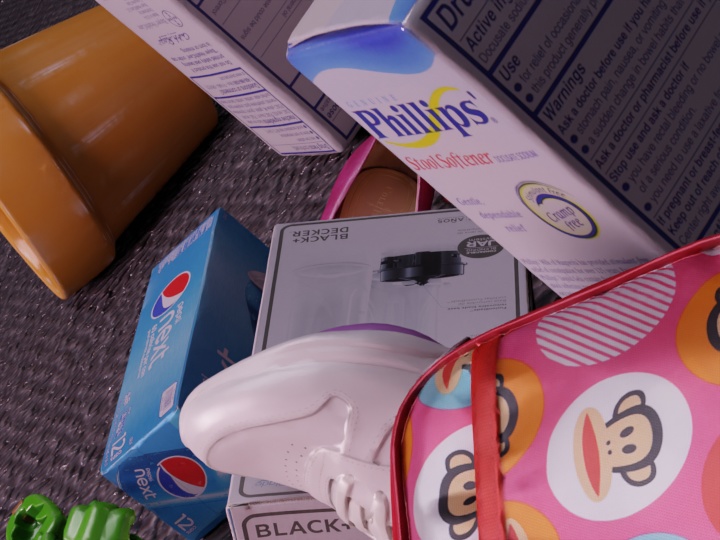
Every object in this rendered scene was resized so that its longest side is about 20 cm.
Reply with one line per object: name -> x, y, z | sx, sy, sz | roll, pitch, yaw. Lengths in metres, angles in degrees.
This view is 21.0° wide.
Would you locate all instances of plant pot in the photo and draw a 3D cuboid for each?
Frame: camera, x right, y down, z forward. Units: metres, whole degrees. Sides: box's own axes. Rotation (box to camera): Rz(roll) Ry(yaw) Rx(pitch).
plant pot -> -0.219, -0.111, 1.509 | 0.183, 0.200, 0.200 | -38, 18, -11

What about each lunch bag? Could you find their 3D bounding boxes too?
lunch bag -> 0.077, 0.099, 0.531 | 0.176, 0.082, 0.200 | -23, 49, 26

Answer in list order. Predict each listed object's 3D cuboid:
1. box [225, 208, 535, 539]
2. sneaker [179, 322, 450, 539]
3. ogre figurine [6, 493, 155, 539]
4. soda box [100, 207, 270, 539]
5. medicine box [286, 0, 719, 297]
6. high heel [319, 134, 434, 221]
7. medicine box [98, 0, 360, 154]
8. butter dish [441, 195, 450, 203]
box -> 0.015, 0.052, 0.789 | 0.116, 0.060, 0.200 | -6, 31, 5
sneaker -> 0.032, 0.075, 0.646 | 0.075, 0.199, 0.100 | 73, -154, -62
ogre figurine -> -0.127, 0.159, 0.904 | 0.200, 0.120, 0.098 | -39, 27, 33
soda box -> -0.084, 0.053, 1.075 | 0.064, 0.068, 0.200 | -40, 22, 25
medicine box -> 0.109, -0.092, 0.712 | 0.182, 0.200, 0.103 | -56, 20, -16
high heel -> 0.000, 0.000, 0.953 | 0.200, 0.067, 0.096 | -61, -14, -55
medicine box -> -0.051, -0.203, 1.239 | 0.182, 0.200, 0.103 | -56, 22, -14
butter dish -> 0.090, -0.159, 0.954 | 0.199, 0.148, 0.200 | -25, 32, 52
